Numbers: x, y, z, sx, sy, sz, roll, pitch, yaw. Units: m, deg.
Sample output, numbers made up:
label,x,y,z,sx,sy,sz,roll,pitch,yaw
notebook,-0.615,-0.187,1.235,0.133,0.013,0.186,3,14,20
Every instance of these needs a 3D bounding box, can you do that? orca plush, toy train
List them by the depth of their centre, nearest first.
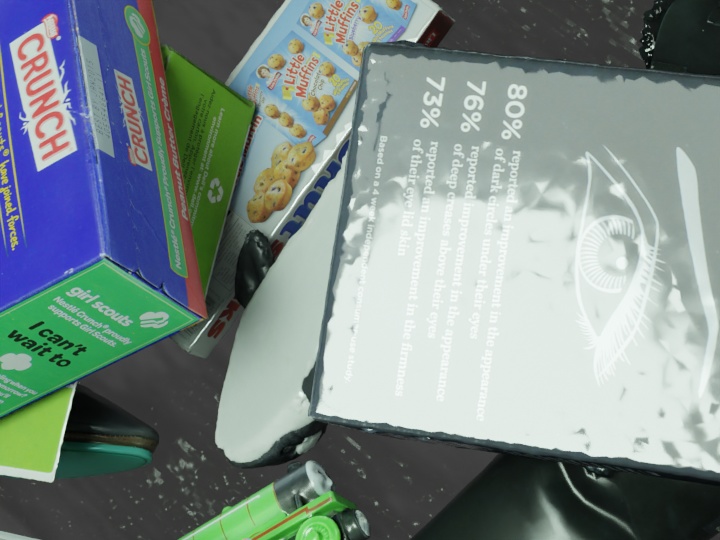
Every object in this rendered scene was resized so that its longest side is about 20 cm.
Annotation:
label,x,y,z,sx,sy,sz,roll,pitch,yaw
orca plush,0.000,0.000,0.983,0.105,0.071,0.202,20,97,50
toy train,-0.084,0.151,0.996,0.199,0.042,0.057,-32,59,13

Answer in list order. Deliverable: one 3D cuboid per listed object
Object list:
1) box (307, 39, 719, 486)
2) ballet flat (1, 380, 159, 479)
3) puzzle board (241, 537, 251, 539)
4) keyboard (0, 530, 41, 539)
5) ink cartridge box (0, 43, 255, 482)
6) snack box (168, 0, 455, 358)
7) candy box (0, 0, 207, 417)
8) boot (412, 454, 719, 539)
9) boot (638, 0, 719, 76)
label,x,y,z,sx,sy,sz,roll,pitch,yaw
box,0.094,0.002,0.829,0.198,0.104,0.149,8,85,14
ballet flat,-0.188,0.071,1.037,0.198,0.073,0.074,-12,75,23
puzzle board,-0.050,0.233,0.891,0.150,0.017,0.200,37,71,7
keyboard,-0.156,0.124,0.978,0.199,0.056,0.011,3,75,46
ink cartridge box,-0.148,0.000,1.005,0.147,0.076,0.202,4,75,35
snack box,-0.043,-0.060,1.029,0.072,0.024,0.201,39,94,26
candy box,-0.175,-0.025,0.937,0.199,0.077,0.170,-26,58,24
boot,0.068,0.085,0.927,0.198,0.073,0.163,44,99,22
boot,0.187,-0.035,0.908,0.161,0.073,0.200,10,76,21
